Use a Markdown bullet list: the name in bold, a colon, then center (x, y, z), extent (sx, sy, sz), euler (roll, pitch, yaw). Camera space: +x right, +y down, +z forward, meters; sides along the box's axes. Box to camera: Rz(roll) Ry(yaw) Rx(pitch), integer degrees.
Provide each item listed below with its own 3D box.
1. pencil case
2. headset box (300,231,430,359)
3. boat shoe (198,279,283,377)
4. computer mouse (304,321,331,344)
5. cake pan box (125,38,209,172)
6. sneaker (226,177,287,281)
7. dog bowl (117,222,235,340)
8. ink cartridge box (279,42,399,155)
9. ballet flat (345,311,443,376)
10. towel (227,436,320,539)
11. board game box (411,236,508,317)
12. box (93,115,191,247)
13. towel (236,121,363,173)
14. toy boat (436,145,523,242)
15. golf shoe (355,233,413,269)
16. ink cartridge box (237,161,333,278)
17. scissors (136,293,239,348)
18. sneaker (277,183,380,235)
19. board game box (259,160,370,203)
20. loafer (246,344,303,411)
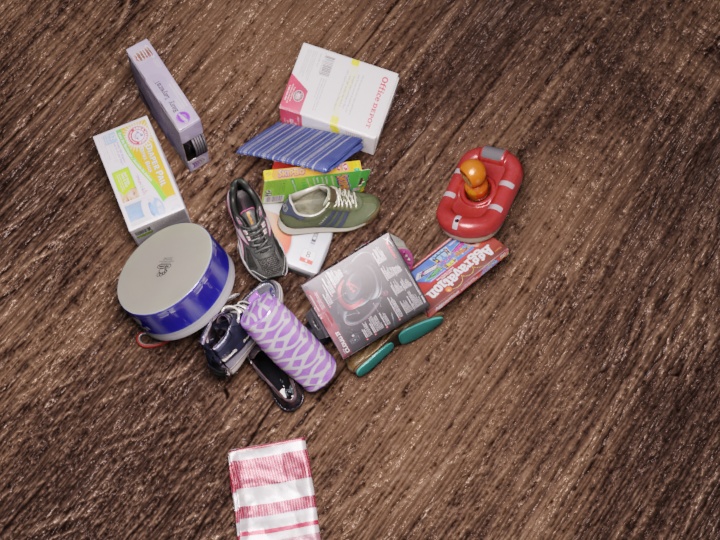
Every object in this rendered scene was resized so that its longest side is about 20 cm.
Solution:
- **pencil case**: center (-0.124, 0.123, 1.570), extent (0.084, 0.086, 0.201), euler (-39, 118, -1)
- **headset box**: center (-0.001, 0.047, 1.583), extent (0.198, 0.075, 0.150), euler (-32, 93, 1)
- **boat shoe**: center (-0.204, 0.083, 1.584), extent (0.074, 0.093, 0.201), euler (19, 63, 21)
- **computer mouse**: center (-0.027, 0.069, 1.634), extent (0.200, 0.034, 0.059), euler (-43, 113, 8)
- **cake pan box**: center (-0.352, -0.297, 1.685), extent (0.052, 0.184, 0.201), euler (-32, 76, -11)
- **sneaker**: center (-0.195, -0.075, 1.631), extent (0.080, 0.086, 0.202), euler (-27, 77, -8)
- **dog bowl**: center (-0.324, 0.017, 1.600), extent (0.197, 0.079, 0.202), euler (-16, 47, 18)
- **ink cartridge box**: center (-0.040, -0.329, 1.759), extent (0.197, 0.084, 0.147), euler (19, 74, 3)
- **ballet flat**: center (0.053, 0.111, 1.652), extent (0.199, 0.068, 0.073), euler (-33, 64, -6)
- **towel**: center (-0.149, 0.400, 1.576), extent (0.142, 0.023, 0.203), euler (-8, 74, -6)
- **board game box**: center (0.166, -0.005, 1.675), extent (0.199, 0.020, 0.103), euler (-37, 52, -17)
- **box**: center (-0.401, -0.164, 1.687), extent (0.111, 0.102, 0.202), euler (-23, 76, -9)
- **towel**: center (-0.109, -0.226, 1.687), extent (0.198, 0.024, 0.145), euler (15, 35, 26)
- **toy boat**: center (0.213, -0.155, 1.680), extent (0.129, 0.131, 0.202), euler (17, 69, 28)
- **golf shoe**: center (0.000, 0.000, 1.682), extent (0.198, 0.076, 0.092), euler (-25, 39, 3)
- **ink cartridge box**: center (-0.122, -0.102, 1.709), extent (0.160, 0.050, 0.203), euler (19, 77, 3)
- **scissors**: center (-0.313, 0.092, 1.665), extent (0.197, 0.014, 0.074), euler (-10, 72, -6)
- **sneaker**: center (-0.052, -0.119, 1.663), extent (0.197, 0.090, 0.068), euler (-10, 61, -15)
- **board game box**: center (-0.084, -0.163, 1.679), extent (0.197, 0.096, 0.030), euler (-5, 70, -12)
- **loafer**: center (-0.164, 0.157, 1.624), extent (0.071, 0.063, 0.201), euler (-32, 77, -10)
